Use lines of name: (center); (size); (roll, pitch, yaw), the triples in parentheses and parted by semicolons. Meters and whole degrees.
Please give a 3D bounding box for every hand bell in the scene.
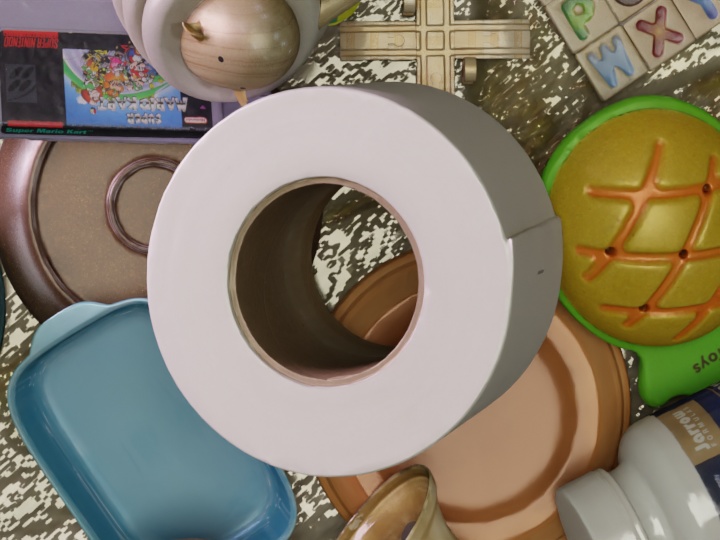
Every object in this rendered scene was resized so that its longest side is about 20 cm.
hand bell: (0.080, 0.211, 1.243); (0.199, 0.104, 0.104); (38, 92, -14)

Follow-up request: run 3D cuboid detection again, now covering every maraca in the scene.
maraca: (0.179, -0.009, 1.251); (0.136, 0.107, 0.201); (-33, 113, 3)

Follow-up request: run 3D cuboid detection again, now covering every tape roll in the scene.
tape roll: (0.000, 0.000, 1.174); (0.201, 0.139, 0.205); (2, 96, 16)

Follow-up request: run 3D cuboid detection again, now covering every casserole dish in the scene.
casserole dish: (-0.120, 0.102, 1.265); (0.121, 0.039, 0.201); (-31, 105, 6)

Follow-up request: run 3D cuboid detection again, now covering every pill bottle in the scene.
pill bottle: (0.217, 0.119, 1.241); (0.199, 0.111, 0.112); (-25, 93, -8)

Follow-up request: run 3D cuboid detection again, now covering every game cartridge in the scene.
game cartridge: (-0.148, -0.136, 1.226); (0.198, 0.038, 0.131); (0, 72, -21)

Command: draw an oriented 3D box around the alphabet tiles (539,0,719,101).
alphabet tiles: (0.181, -0.225, 1.277); (0.199, 0.008, 0.168); (-34, 98, -2)

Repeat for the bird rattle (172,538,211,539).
bird rattle: (-0.102, 0.232, 1.259); (0.198, 0.113, 0.165); (8, 104, 10)

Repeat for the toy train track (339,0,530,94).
toy train track: (0.044, -0.179, 1.273); (0.113, 0.033, 0.202); (-1, 92, -1)

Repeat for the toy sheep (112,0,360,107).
toy sheep: (-0.073, -0.166, 1.170); (0.136, 0.201, 0.139); (-8, 129, -9)

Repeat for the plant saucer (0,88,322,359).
plant saucer: (-0.121, -0.038, 1.279); (0.198, 0.032, 0.202); (0, 93, -2)

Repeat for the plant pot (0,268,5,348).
plant pot: (-0.310, 0.026, 1.200); (0.198, 0.188, 0.202); (0, 93, 0)

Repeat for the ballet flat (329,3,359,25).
ballet flat: (-0.033, -0.242, 1.248); (0.066, 0.067, 0.202); (-11, 91, -2)

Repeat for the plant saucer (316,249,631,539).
plant saucer: (0.064, 0.083, 1.285); (0.198, 0.037, 0.202); (0, 93, -2)
